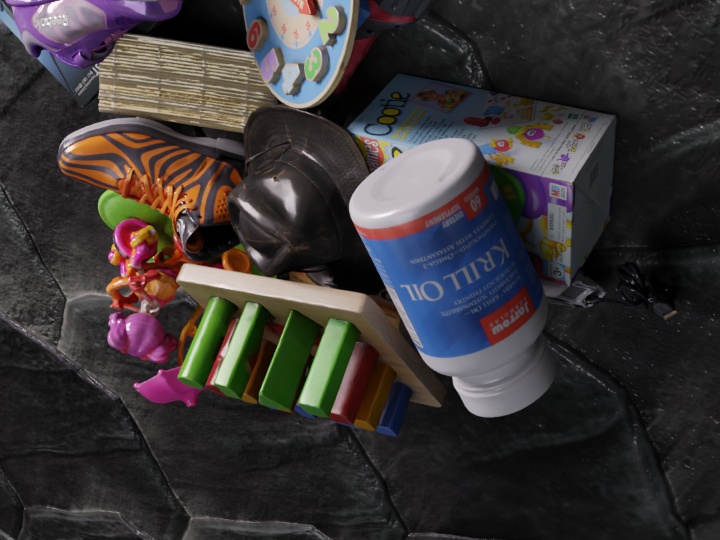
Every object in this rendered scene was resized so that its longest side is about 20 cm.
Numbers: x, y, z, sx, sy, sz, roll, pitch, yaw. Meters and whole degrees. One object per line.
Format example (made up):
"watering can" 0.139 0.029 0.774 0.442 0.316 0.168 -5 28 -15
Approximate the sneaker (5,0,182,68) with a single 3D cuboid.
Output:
"sneaker" -0.226 -0.216 1.082 0.198 0.080 0.090 9 114 35

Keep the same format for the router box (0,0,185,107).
"router box" -0.251 -0.265 1.172 0.150 0.062 0.200 46 137 -9

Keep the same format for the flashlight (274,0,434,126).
"flashlight" -0.001 -0.186 1.052 0.200 0.067 0.068 -55 52 47

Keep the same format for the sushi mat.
"sushi mat" -0.143 -0.168 1.162 0.197 0.012 0.096 9 134 1

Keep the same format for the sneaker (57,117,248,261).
"sneaker" -0.183 -0.073 1.183 0.197 0.113 0.078 4 143 -14

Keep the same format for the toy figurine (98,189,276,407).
"toy figurine" -0.187 0.037 1.242 0.199 0.186 0.150 27 140 -21

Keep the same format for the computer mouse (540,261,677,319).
"computer mouse" 0.173 0.005 1.097 0.198 0.109 0.044 7 85 36

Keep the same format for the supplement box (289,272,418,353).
"supplement box" 0.000 0.000 1.208 0.125 0.074 0.202 20 133 20

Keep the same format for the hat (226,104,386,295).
"hat" -0.062 -0.045 1.082 0.200 0.081 0.202 35 142 34

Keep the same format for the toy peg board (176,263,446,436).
"toy peg board" -0.055 0.095 1.145 0.198 0.099 0.199 10 156 30

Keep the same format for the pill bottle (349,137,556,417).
"pill bottle" 0.080 0.010 0.982 0.111 0.112 0.201 -8 121 38

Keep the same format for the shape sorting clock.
"shape sorting clock" -0.054 -0.232 1.015 0.199 0.039 0.203 13 105 56

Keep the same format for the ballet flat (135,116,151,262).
"ballet flat" -0.210 -0.078 1.306 0.069 0.070 0.201 27 140 13

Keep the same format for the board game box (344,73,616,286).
"board game box" 0.100 -0.078 1.054 0.198 0.105 0.104 15 132 25
